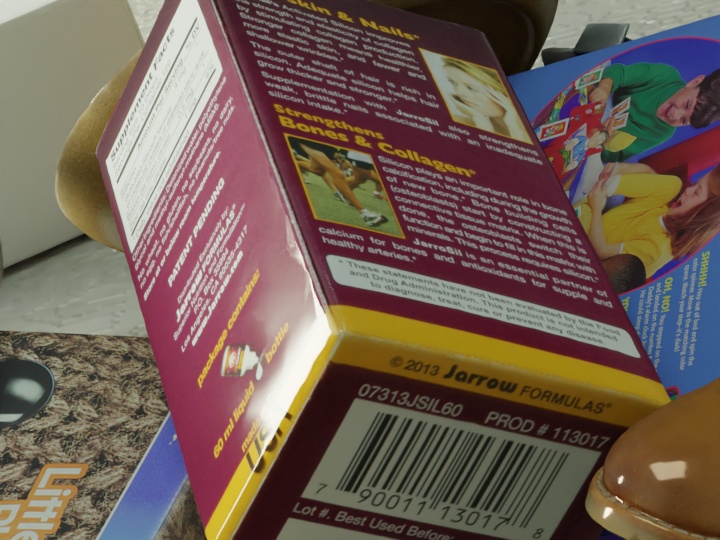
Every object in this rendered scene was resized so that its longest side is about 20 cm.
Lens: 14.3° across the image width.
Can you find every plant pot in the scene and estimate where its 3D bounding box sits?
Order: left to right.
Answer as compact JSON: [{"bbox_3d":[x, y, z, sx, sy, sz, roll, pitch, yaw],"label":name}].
[{"bbox_3d":[-0.012,-0.058,1.008,0.200,0.200,0.028,-26,71,-8],"label":"plant pot"}]

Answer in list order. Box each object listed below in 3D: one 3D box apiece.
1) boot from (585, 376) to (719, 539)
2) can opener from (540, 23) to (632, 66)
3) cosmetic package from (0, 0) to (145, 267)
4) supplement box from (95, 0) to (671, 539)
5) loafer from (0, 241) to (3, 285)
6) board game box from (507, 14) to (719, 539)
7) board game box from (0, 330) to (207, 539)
[{"bbox_3d":[0.148,-0.009,0.755,0.199,0.156,0.077,-11,31,-25],"label":"boot"},{"bbox_3d":[0.137,-0.049,1.001,0.200,0.053,0.067,7,62,46],"label":"can opener"},{"bbox_3d":[-0.177,-0.052,1.120,0.200,0.108,0.085,-23,36,-7],"label":"cosmetic package"},{"bbox_3d":[0.000,0.000,0.857,0.110,0.086,0.200,14,31,-26],"label":"supplement box"},{"bbox_3d":[-0.155,0.006,0.903,0.070,0.070,0.200,-15,37,7],"label":"loafer"},{"bbox_3d":[0.092,0.012,0.907,0.134,0.045,0.200,-15,47,33],"label":"board game box"},{"bbox_3d":[-0.131,0.106,0.908,0.199,0.097,0.160,1,42,26],"label":"board game box"}]
